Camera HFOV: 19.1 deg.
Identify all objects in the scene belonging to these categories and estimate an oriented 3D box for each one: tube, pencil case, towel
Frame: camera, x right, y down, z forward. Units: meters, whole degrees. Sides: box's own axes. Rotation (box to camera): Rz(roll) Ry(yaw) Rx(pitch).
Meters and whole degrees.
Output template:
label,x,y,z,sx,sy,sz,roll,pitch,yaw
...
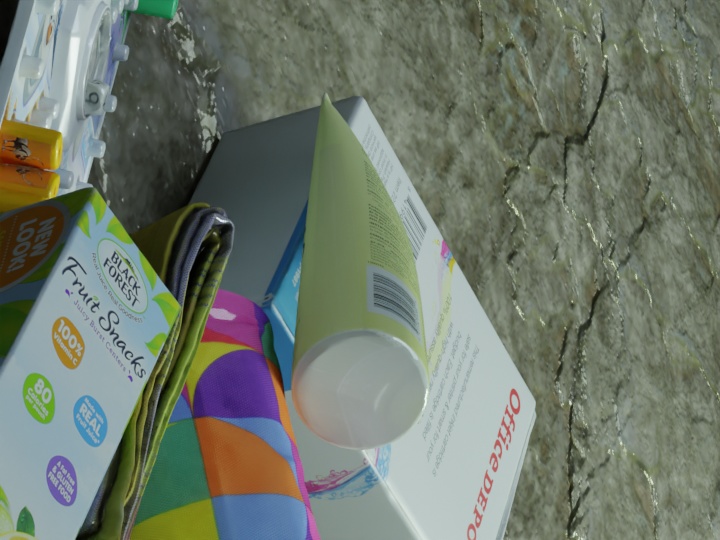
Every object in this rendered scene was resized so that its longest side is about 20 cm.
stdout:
label,x,y,z,sx,sy,sz,roll,pitch,yaw
tube,0.000,0.000,0.854,0.200,0.052,0.058,-89,-165,-62
pencil case,-0.053,0.100,0.743,0.088,0.088,0.201,45,23,-45
towel,-0.126,0.056,0.644,0.023,0.199,0.144,46,41,-32

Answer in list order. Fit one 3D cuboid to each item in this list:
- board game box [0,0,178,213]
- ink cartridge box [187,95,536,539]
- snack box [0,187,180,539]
label,x,y,z,sx,sy,sz,roll,pitch,yaw
board game box,-0.097,-0.076,0.779,0.200,0.026,0.201,99,3,-72
ink cartridge box,-0.006,0.047,0.983,0.201,0.084,0.145,58,35,-29
snack box,-0.159,0.061,0.580,0.053,0.199,0.143,55,36,-32
